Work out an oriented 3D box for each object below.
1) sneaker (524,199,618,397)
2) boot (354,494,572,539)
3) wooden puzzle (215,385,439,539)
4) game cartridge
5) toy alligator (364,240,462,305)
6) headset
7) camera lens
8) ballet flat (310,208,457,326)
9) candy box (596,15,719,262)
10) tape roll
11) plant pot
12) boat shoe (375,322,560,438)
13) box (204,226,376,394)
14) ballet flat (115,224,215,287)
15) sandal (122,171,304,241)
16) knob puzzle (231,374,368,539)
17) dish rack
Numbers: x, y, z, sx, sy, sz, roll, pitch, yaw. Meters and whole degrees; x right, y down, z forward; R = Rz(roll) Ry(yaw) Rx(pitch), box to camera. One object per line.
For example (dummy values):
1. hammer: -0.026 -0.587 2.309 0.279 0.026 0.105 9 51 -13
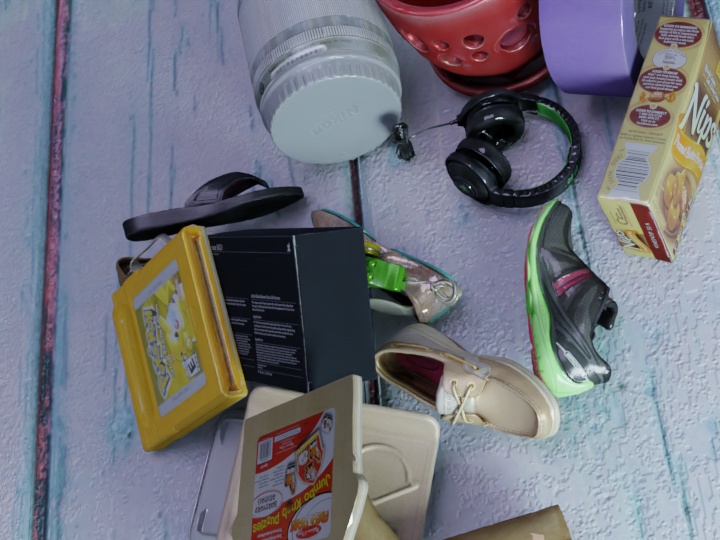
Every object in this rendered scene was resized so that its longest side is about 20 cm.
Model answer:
1. sneaker: 0.199 0.026 1.243 0.083 0.077 0.201 -3 64 3
2. boot: 0.080 0.237 1.140 0.199 0.066 0.176 -14 82 0
3. wooden puzzle: -0.031 0.220 1.210 0.184 0.046 0.201 9 72 8
4. game cartridge: -0.191 0.074 1.327 0.200 0.032 0.177 -35 66 49
5. toy alligator: 0.000 0.000 1.283 0.199 0.054 0.060 10 81 28
6. headset: 0.129 -0.123 1.361 0.199 0.094 0.124 12 65 14
7. camera lens: -0.045 -0.239 1.436 0.159 0.160 0.201 -22 57 14
8. ballet flat: 0.007 -0.001 1.339 0.200 0.068 0.067 28 70 35
9. candy box: 0.289 -0.124 1.241 0.055 0.115 0.201 13 71 30
10. tape roll: 0.250 -0.271 1.286 0.085 0.200 0.201 9 68 28
11. plant pot: 0.125 -0.295 1.370 0.199 0.183 0.201 -11 61 20
12. boat shoe: 0.093 0.113 1.225 0.069 0.074 0.199 -23 33 -40
13. box: -0.071 0.032 1.236 0.200 0.079 0.142 3 102 60
14. ballet flat: -0.190 -0.010 1.415 0.199 0.073 0.068 -13 23 36
15. sandal: -0.160 -0.076 1.423 0.199 0.075 0.048 -12 81 -9
16. knob puzzle: -0.047 0.206 1.114 0.219 0.030 0.221 -31 50 47
17. dish rack: -0.077 0.211 1.286 0.199 0.044 0.172 1 65 26
